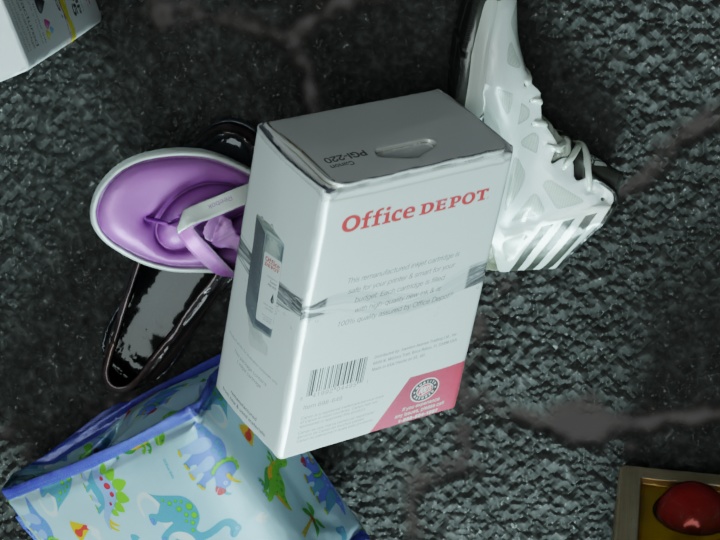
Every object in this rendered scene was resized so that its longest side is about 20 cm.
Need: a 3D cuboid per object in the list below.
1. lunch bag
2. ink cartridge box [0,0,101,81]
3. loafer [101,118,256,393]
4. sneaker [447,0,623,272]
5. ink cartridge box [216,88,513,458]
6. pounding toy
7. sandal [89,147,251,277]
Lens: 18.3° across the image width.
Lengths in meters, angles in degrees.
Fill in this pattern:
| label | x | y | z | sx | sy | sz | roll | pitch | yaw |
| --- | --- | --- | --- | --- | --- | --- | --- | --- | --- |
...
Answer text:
| label | x | y | z | sx | sy | sz | roll | pitch | yaw |
| --- | --- | --- | --- | --- | --- | --- | --- | --- | --- |
| lunch bag | -0.123 | 0.171 | 1.498 | 0.199 | 0.127 | 0.170 | -29 | 100 | 26 |
| ink cartridge box | -0.270 | -0.184 | 1.383 | 0.145 | 0.200 | 0.147 | -19 | 102 | 11 |
| loafer | -0.117 | -0.004 | 1.482 | 0.072 | 0.063 | 0.201 | 27 | 107 | -2 |
| sneaker | 0.113 | -0.093 | 1.433 | 0.115 | 0.076 | 0.202 | 2 | 114 | -2 |
| ink cartridge box | 0.000 | 0.000 | 1.384 | 0.085 | 0.145 | 0.201 | 44 | 135 | 38 |
| pounding toy | 0.261 | 0.193 | 1.438 | 0.199 | 0.184 | 0.143 | 5 | 118 | 6 |
| sandal | -0.074 | -0.027 | 1.440 | 0.202 | 0.050 | 0.083 | 14 | 97 | -25 |
